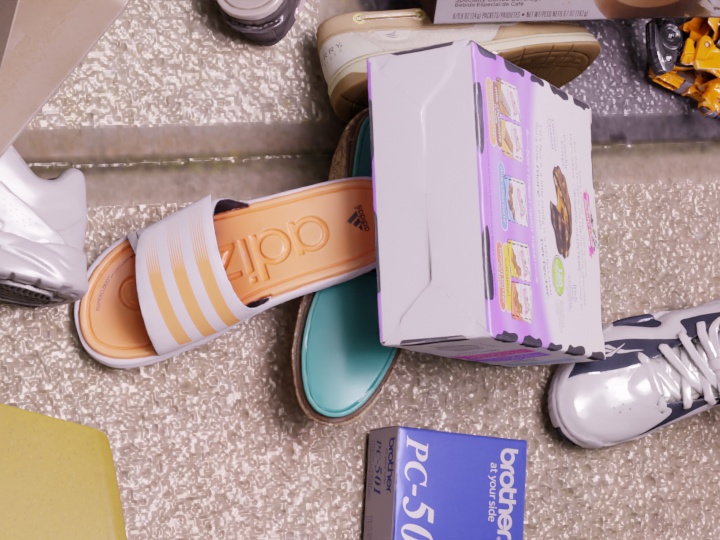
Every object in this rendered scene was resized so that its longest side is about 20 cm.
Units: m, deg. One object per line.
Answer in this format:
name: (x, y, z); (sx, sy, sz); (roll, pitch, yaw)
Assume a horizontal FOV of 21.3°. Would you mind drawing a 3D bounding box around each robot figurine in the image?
robot figurine: (0.259, -0.194, 1.328); (0.145, 0.058, 0.201); (24, 72, -20)

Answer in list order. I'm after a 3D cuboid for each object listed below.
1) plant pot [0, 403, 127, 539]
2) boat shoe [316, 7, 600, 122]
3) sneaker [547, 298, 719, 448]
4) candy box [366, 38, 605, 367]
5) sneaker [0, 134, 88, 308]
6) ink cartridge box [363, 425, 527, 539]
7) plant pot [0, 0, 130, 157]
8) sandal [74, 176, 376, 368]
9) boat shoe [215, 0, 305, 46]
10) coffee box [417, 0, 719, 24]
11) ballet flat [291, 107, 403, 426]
plant pot: (-0.224, 0.164, 0.976); (0.199, 0.200, 0.177); (17, 64, -22)
boat shoe: (0.063, -0.144, 1.220); (0.199, 0.074, 0.067); (-8, 63, -32)
sneaker: (0.226, 0.058, 1.232); (0.198, 0.130, 0.080); (-11, 86, -26)
candy box: (0.080, -0.032, 1.152); (0.200, 0.071, 0.169); (15, 71, -63)
sneaker: (-0.242, -0.045, 1.066); (0.199, 0.078, 0.100); (17, 68, -31)
ink cartridge box: (0.049, 0.200, 1.173); (0.094, 0.044, 0.201); (8, 78, -26)
plant pot: (-0.217, -0.201, 1.017); (0.177, 0.200, 0.200); (31, 49, 1)
sandal: (-0.072, -0.012, 1.107); (0.206, 0.059, 0.079); (-22, 77, -4)
boat shoe: (-0.054, -0.236, 1.196); (0.067, 0.057, 0.201); (5, 73, 12)
coffee box: (0.132, -0.221, 1.193); (0.199, 0.080, 0.113); (-3, 125, -16)
ballet flat: (0.000, 0.000, 1.169); (0.070, 0.065, 0.201); (16, 77, -8)
